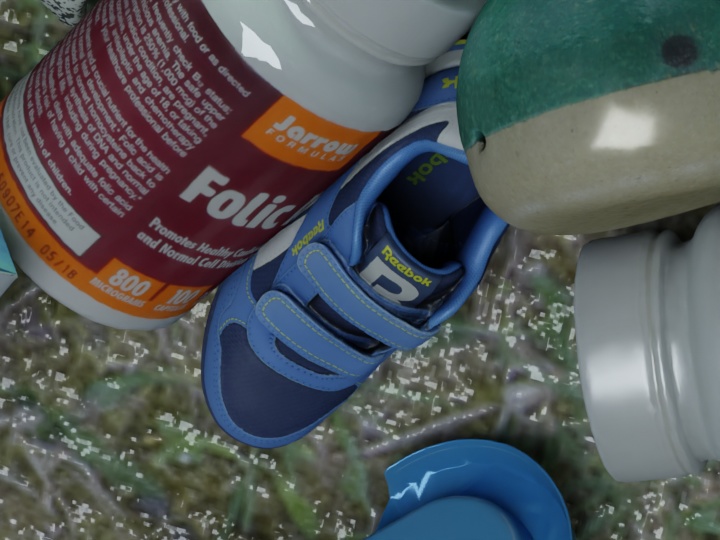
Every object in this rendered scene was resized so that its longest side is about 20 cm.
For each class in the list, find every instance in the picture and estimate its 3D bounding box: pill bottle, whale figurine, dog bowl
[{"bbox_3d":[-0.048,-0.075,1.035,0.114,0.114,0.200,48,121,-2],"label":"pill bottle"},{"bbox_3d":[0.188,0.023,1.015,0.200,0.114,0.114,-7,104,17],"label":"pill bottle"},{"bbox_3d":[0.130,-0.079,0.977,0.200,0.159,0.104,-14,85,-17],"label":"whale figurine"},{"bbox_3d":[0.005,0.152,1.101,0.200,0.112,0.050,-31,139,9],"label":"dog bowl"}]

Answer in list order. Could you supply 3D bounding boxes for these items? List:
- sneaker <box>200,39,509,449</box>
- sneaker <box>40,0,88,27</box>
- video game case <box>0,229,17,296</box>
[{"bbox_3d":[0.000,0.000,1.070,0.074,0.082,0.200,29,115,-16],"label":"sneaker"},{"bbox_3d":[-0.063,-0.159,1.067,0.200,0.077,0.089,-22,130,19],"label":"sneaker"},{"bbox_3d":[-0.227,-0.007,1.088,0.045,0.200,0.181,22,120,-39],"label":"video game case"}]
